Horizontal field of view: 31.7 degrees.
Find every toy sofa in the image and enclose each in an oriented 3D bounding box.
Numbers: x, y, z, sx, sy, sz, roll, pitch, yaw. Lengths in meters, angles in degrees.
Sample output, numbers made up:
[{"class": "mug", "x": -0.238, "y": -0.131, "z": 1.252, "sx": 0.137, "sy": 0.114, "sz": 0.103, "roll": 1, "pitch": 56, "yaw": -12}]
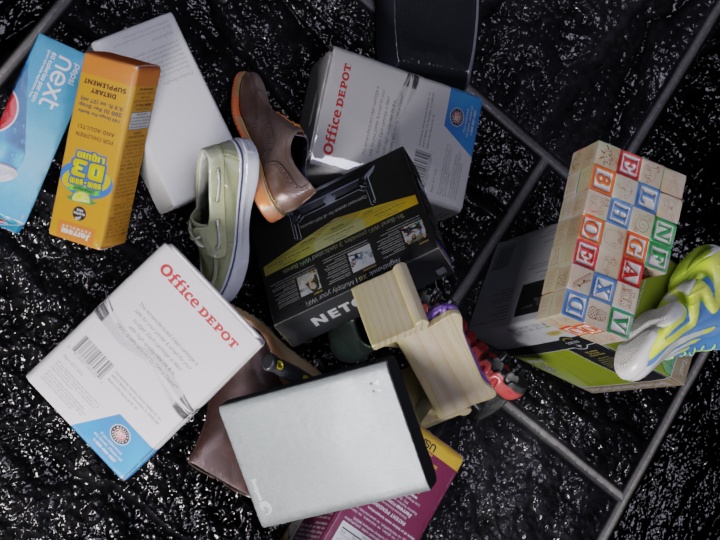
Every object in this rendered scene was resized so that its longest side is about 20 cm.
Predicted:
[{"class": "toy sofa", "x": 0.071, "y": 0.079, "z": 1.359, "sx": 0.097, "sy": 0.200, "sz": 0.083, "roll": -24, "pitch": 51, "yaw": 5}]

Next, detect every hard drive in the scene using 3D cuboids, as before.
[{"class": "hard drive", "x": 0.087, "y": -0.332, "z": 1.574, "sx": 0.134, "sy": 0.042, "sz": 0.201, "roll": 5, "pitch": 80, "yaw": -21}, {"class": "hard drive", "x": -0.035, "y": 0.179, "z": 1.312, "sx": 0.140, "sy": 0.199, "sz": 0.033, "roll": 70, "pitch": 23, "yaw": -6}]

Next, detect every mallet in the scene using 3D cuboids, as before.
[{"class": "mallet", "x": -0.050, "y": 0.114, "z": 1.387, "sx": 0.200, "sy": 0.041, "sz": 0.066, "roll": 47, "pitch": 52, "yaw": -55}]

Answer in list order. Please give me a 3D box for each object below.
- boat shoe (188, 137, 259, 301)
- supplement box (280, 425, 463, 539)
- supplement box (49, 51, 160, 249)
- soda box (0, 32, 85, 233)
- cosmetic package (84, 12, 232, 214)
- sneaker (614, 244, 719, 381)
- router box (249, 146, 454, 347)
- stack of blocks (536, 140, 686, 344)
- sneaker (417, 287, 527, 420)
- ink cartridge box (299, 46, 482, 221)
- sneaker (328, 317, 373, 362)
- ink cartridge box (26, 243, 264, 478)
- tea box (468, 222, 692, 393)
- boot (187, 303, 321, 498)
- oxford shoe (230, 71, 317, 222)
[{"class": "boat shoe", "x": -0.158, "y": -0.054, "z": 1.384, "sx": 0.062, "sy": 0.072, "sz": 0.201, "roll": -6, "pitch": 122, "yaw": -28}, {"class": "supplement box", "x": 0.006, "y": 0.265, "z": 1.409, "sx": 0.103, "sy": 0.131, "sz": 0.201, "roll": 37, "pitch": 72, "yaw": -14}, {"class": "supplement box", "x": -0.271, "y": -0.127, "z": 1.344, "sx": 0.066, "sy": 0.069, "sz": 0.201, "roll": 16, "pitch": 104, "yaw": 10}, {"class": "soda box", "x": -0.357, "y": -0.147, "z": 1.362, "sx": 0.068, "sy": 0.064, "sz": 0.201, "roll": 24, "pitch": 74, "yaw": -17}, {"class": "cosmetic package", "x": -0.218, "y": -0.174, "z": 1.417, "sx": 0.101, "sy": 0.074, "sz": 0.201, "roll": -26, "pitch": 94, "yaw": -22}, {"class": "sneaker", "x": 0.365, "y": 0.068, "z": 1.393, "sx": 0.105, "sy": 0.076, "sz": 0.200, "roll": 47, "pitch": 69, "yaw": -11}, {"class": "router box", "x": -0.013, "y": -0.027, "z": 1.394, "sx": 0.199, "sy": 0.052, "sz": 0.158, "roll": -25, "pitch": 50, "yaw": 10}, {"class": "stack of blocks", "x": 0.273, "y": -0.025, "z": 1.378, "sx": 0.115, "sy": 0.059, "sz": 0.201, "roll": 20, "pitch": 75, "yaw": -16}, {"class": "sneaker", "x": 0.099, "y": 0.097, "z": 1.497, "sx": 0.200, "sy": 0.071, "sz": 0.098, "roll": 45, "pitch": 109, "yaw": 11}, {"class": "ink cartridge box", "x": 0.030, "y": -0.158, "z": 1.503, "sx": 0.199, "sy": 0.086, "sz": 0.147, "roll": 16, "pitch": 76, "yaw": -17}, {"class": "sneaker", "x": 0.000, "y": 0.000, "z": 1.452, "sx": 0.073, "sy": 0.118, "sz": 0.202, "roll": -4, "pitch": 83, "yaw": -20}, {"class": "ink cartridge box", "x": -0.219, "y": 0.093, "z": 1.322, "sx": 0.200, "sy": 0.086, "sz": 0.146, "roll": -44, "pitch": 89, "yaw": -4}, {"class": "tea box", "x": 0.269, "y": 0.047, "z": 1.506, "sx": 0.196, "sy": 0.200, "sz": 0.134, "roll": 27, "pitch": 73, "yaw": -17}, {"class": "boot", "x": -0.146, "y": 0.138, "z": 1.397, "sx": 0.200, "sy": 0.072, "sz": 0.167, "roll": 37, "pitch": 68, "yaw": -18}, {"class": "oxford shoe", "x": -0.095, "y": -0.149, "z": 1.430, "sx": 0.073, "sy": 0.071, "sz": 0.201, "roll": -24, "pitch": 62, "yaw": 13}]
